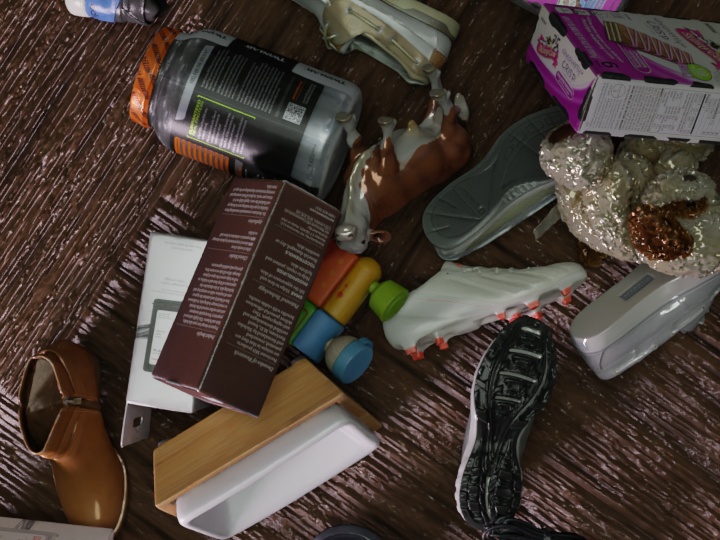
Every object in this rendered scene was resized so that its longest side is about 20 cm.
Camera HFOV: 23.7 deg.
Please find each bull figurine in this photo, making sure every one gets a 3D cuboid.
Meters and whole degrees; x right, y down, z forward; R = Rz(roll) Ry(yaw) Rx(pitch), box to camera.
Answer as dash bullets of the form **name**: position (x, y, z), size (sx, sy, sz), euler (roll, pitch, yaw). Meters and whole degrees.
- **bull figurine**: position (0.032, -0.101, 1.582), size (0.065, 0.200, 0.122), euler (23, 134, 34)

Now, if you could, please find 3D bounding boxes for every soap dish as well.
- **soap dish**: position (-0.089, 0.166, 1.599), size (0.199, 0.157, 0.081), euler (-31, 70, 4)

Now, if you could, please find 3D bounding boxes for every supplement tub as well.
- **supplement tub**: position (-0.108, -0.151, 1.615), size (0.199, 0.123, 0.123), euler (22, 91, 5)

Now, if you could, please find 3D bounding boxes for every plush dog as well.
- **plush dog**: position (0.268, -0.048, 1.548), size (0.172, 0.199, 0.161), euler (34, 123, 44)

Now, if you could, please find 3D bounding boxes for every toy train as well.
- **toy train**: position (0.000, 0.000, 1.610), size (0.116, 0.085, 0.200), euler (37, 87, 21)

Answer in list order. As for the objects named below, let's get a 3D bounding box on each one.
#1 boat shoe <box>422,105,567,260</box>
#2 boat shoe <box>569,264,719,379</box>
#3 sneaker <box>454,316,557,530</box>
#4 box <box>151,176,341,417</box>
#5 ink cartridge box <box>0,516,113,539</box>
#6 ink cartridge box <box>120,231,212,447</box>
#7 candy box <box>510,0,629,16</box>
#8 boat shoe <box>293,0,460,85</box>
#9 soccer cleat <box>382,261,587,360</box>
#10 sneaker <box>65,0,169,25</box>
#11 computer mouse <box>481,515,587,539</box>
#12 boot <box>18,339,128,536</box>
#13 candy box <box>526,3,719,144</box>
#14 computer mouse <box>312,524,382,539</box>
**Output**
- **boat shoe**: position (0.149, -0.083, 1.628), size (0.202, 0.065, 0.075), euler (-39, 67, -2)
- **boat shoe**: position (0.291, 0.031, 1.607), size (0.200, 0.072, 0.069), euler (-37, 119, -12)
- **sneaker**: position (0.129, 0.138, 1.607), size (0.074, 0.079, 0.201), euler (15, 96, -4)
- **box**: position (-0.101, 0.022, 1.525), size (0.075, 0.100, 0.201), euler (29, 80, -30)
- **ink cartridge box**: position (-0.336, 0.316, 1.627), size (0.199, 0.083, 0.147), euler (6, 114, 4)
- **ink cartridge box**: position (-0.170, 0.068, 1.621), size (0.067, 0.116, 0.201), euler (9, 91, 6)
- **candy box**: position (0.175, -0.317, 1.623), size (0.199, 0.061, 0.137), euler (30, 93, 4)
- **boat shoe**: position (-0.009, -0.241, 1.632), size (0.199, 0.075, 0.069), euler (23, 86, 4)
- **soccer cleat**: position (0.114, 0.019, 1.623), size (0.199, 0.069, 0.078), euler (-19, 74, 3)
- **sneaker**: position (-0.211, -0.336, 1.648), size (0.111, 0.077, 0.201), euler (13, 95, 11)
- **computer mouse**: position (0.141, 0.316, 1.623), size (0.140, 0.046, 0.201), euler (13, 111, -24)
- **boot**: position (-0.277, 0.166, 1.609), size (0.073, 0.155, 0.201), euler (-11, 88, 5)
- **candy box**: position (0.266, -0.174, 1.534), size (0.199, 0.137, 0.061), euler (3, 124, -21)
- **computer mouse**: position (-0.049, 0.310, 1.643), size (0.200, 0.053, 0.139), euler (-40, 88, 16)
